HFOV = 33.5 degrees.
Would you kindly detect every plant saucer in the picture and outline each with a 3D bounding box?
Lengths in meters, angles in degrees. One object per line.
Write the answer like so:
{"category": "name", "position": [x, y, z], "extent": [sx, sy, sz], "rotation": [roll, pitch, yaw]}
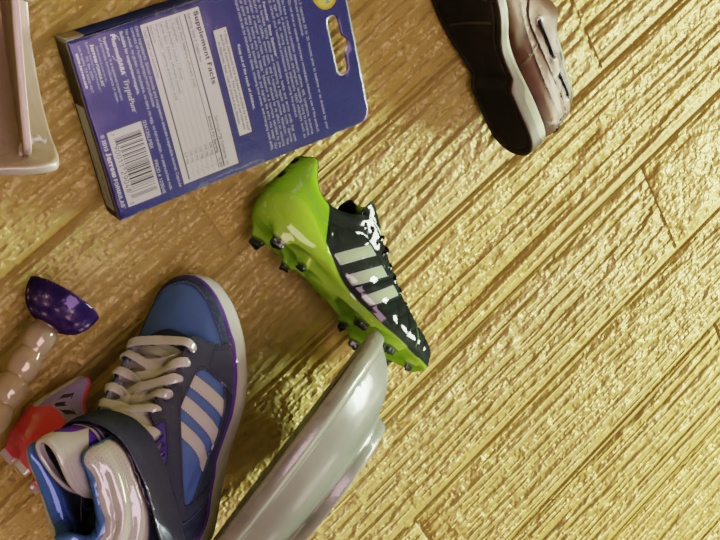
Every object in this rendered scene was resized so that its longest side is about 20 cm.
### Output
{"category": "plant saucer", "position": [-0.032, 0.134, 0.823], "extent": [0.050, 0.200, 0.201], "rotation": [37, 82, 1]}

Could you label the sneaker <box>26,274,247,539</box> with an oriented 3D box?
{"category": "sneaker", "position": [-0.142, 0.089, 0.751], "extent": [0.146, 0.080, 0.203], "rotation": [27, 65, -63]}

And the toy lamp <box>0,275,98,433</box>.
{"category": "toy lamp", "position": [-0.234, 0.103, 0.743], "extent": [0.058, 0.058, 0.201], "rotation": [42, 67, -34]}

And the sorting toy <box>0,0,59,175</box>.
{"category": "sorting toy", "position": [-0.266, -0.155, 0.649], "extent": [0.178, 0.107, 0.203], "rotation": [-7, 108, -23]}

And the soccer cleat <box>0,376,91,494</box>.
{"category": "soccer cleat", "position": [-0.164, 0.162, 0.826], "extent": [0.076, 0.066, 0.201], "rotation": [-44, 120, -19]}

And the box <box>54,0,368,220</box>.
{"category": "box", "position": [-0.092, -0.126, 0.802], "extent": [0.198, 0.032, 0.123], "rotation": [-23, 116, -23]}

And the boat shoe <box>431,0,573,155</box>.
{"category": "boat shoe", "position": [0.108, -0.186, 0.896], "extent": [0.068, 0.072, 0.201], "rotation": [-40, 131, -21]}

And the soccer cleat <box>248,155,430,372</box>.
{"category": "soccer cleat", "position": [0.000, 0.000, 0.882], "extent": [0.200, 0.067, 0.081], "rotation": [48, 65, -33]}
